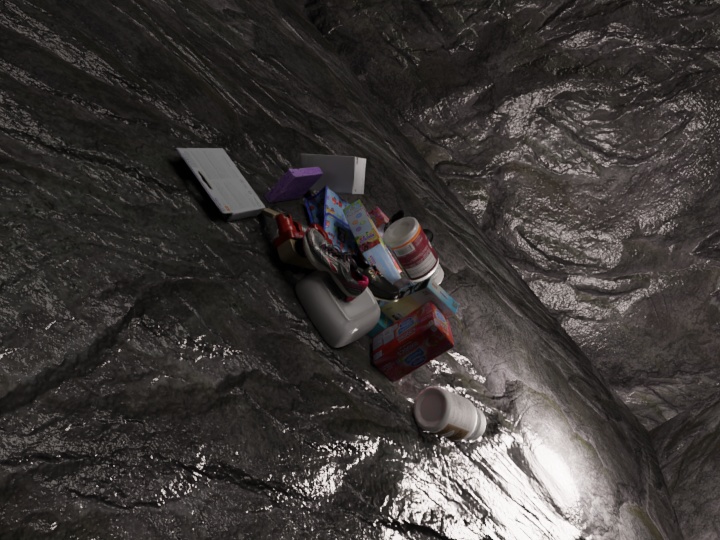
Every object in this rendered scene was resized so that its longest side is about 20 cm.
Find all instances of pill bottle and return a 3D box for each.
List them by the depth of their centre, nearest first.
[{"bbox_3d":[0.239,0.381,1.635,0.199,0.114,0.115,29,30,-41],"label":"pill bottle"},{"bbox_3d":[0.156,-0.043,1.801,0.201,0.113,0.115,56,17,-31],"label":"pill bottle"}]

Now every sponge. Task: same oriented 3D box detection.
[{"bbox_3d":[-0.186,-0.245,1.789,0.030,0.111,0.200,49,22,5],"label":"sponge"}]

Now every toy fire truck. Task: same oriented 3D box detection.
[{"bbox_3d":[-0.170,-0.094,1.609,0.175,0.128,0.203,13,53,-56],"label":"toy fire truck"}]

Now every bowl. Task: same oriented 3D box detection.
[{"bbox_3d":[-0.045,0.072,1.556,0.199,0.075,0.201,-23,74,-48],"label":"bowl"}]

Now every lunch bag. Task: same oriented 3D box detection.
[{"bbox_3d":[-0.080,-0.120,1.859,0.150,0.093,0.203,32,40,-44],"label":"lunch bag"}]

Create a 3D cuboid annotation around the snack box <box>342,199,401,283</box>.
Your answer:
[{"bbox_3d":[0.032,-0.077,1.795,0.169,0.067,0.202,57,8,-45],"label":"snack box"}]

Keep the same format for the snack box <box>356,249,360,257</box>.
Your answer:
[{"bbox_3d":[0.000,0.000,1.881,0.072,0.024,0.201,48,22,-15],"label":"snack box"}]

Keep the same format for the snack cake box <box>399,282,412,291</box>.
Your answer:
[{"bbox_3d":[0.155,0.153,1.810,0.202,0.114,0.067,57,5,17],"label":"snack cake box"}]

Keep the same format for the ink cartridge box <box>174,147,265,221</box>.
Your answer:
[{"bbox_3d":[-0.346,-0.211,1.523,0.201,0.040,0.200,54,22,6],"label":"ink cartridge box"}]

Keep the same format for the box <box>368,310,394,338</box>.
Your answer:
[{"bbox_3d":[0.019,0.117,1.705,0.200,0.049,0.083,45,23,-16],"label":"box"}]

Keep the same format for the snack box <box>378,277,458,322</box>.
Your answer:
[{"bbox_3d":[0.151,0.096,1.674,0.116,0.199,0.037,42,50,-21],"label":"snack box"}]

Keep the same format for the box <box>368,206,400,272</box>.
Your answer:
[{"bbox_3d":[0.085,-0.094,2.008,0.200,0.102,0.095,41,16,-36],"label":"box"}]

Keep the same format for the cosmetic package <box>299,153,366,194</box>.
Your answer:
[{"bbox_3d":[-0.087,-0.295,1.917,0.197,0.115,0.081,10,9,24],"label":"cosmetic package"}]

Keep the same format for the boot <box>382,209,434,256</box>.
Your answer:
[{"bbox_3d":[0.148,-0.110,1.921,0.199,0.072,0.164,-55,128,-38],"label":"boot"}]

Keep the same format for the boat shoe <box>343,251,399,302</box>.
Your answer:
[{"bbox_3d":[0.021,0.018,1.665,0.200,0.064,0.073,31,30,24],"label":"boat shoe"}]

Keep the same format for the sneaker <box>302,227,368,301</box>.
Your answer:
[{"bbox_3d":[-0.058,-0.025,1.496,0.200,0.074,0.081,48,38,-7],"label":"sneaker"}]

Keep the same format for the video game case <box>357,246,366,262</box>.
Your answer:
[{"bbox_3d":[0.033,-0.043,1.958,0.143,0.017,0.201,43,15,-34],"label":"video game case"}]

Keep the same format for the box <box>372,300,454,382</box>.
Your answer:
[{"bbox_3d":[0.133,0.184,1.616,0.096,0.199,0.100,45,22,-27],"label":"box"}]
